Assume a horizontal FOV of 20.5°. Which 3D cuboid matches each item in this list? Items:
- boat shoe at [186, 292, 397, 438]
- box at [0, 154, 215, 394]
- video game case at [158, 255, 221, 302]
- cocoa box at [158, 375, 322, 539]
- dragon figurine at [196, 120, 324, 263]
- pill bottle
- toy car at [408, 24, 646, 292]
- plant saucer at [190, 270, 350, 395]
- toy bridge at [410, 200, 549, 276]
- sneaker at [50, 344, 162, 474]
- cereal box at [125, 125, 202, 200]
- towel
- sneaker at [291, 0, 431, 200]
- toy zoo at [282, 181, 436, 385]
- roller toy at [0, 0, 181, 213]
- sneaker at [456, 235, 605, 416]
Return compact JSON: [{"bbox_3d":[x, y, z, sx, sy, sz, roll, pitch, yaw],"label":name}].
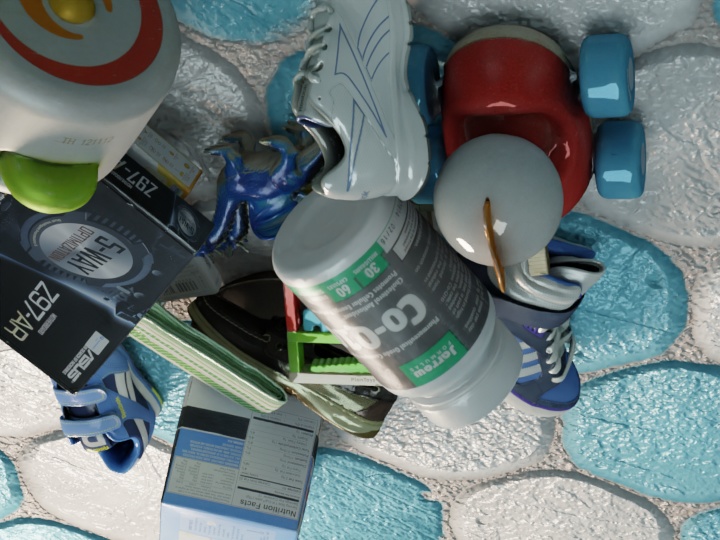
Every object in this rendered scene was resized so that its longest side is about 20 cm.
[{"bbox_3d":[-0.055,0.068,1.729,0.199,0.073,0.065,32,104,-9],"label":"boat shoe"},{"bbox_3d":[-0.233,-0.015,1.571,0.160,0.044,0.200,39,126,-7],"label":"box"},{"bbox_3d":[-0.241,-0.034,1.678,0.199,0.024,0.182,-8,134,21],"label":"video game case"},{"bbox_3d":[-0.115,0.206,1.880,0.133,0.132,0.200,12,154,-1],"label":"cocoa box"},{"bbox_3d":[-0.063,-0.063,1.580,0.199,0.059,0.100,-10,108,26],"label":"dragon figurine"},{"bbox_3d":[0.033,0.025,1.528,0.113,0.113,0.200,-20,127,34],"label":"pill bottle"},{"bbox_3d":[0.107,-0.058,1.463,0.183,0.201,0.177,0,141,15],"label":"toy car"},{"bbox_3d":[-0.053,0.059,1.790,0.199,0.032,0.201,8,142,6],"label":"plant saucer"},{"bbox_3d":[0.050,-0.023,1.594,0.199,0.027,0.068,-4,108,13],"label":"toy bridge"},{"bbox_3d":[-0.247,0.119,1.858,0.074,0.083,0.200,-1,148,26],"label":"sneaker"},{"bbox_3d":[-0.244,-0.090,1.578,0.200,0.040,0.144,39,123,-9],"label":"cereal box"},{"bbox_3d":[-0.134,0.075,1.710,0.152,0.023,0.200,33,169,-2],"label":"towel"},{"bbox_3d":[-0.008,-0.144,1.405,0.087,0.201,0.074,-12,-179,-23],"label":"sneaker"},{"bbox_3d":[0.000,0.000,1.640,0.130,0.020,0.201,1,112,10],"label":"toy zoo"},{"bbox_3d":[-0.230,-0.161,1.432,0.200,0.183,0.140,42,137,-2],"label":"roller toy"},{"bbox_3d":[0.161,0.042,1.673,0.146,0.081,0.200,-22,126,41],"label":"sneaker"}]
